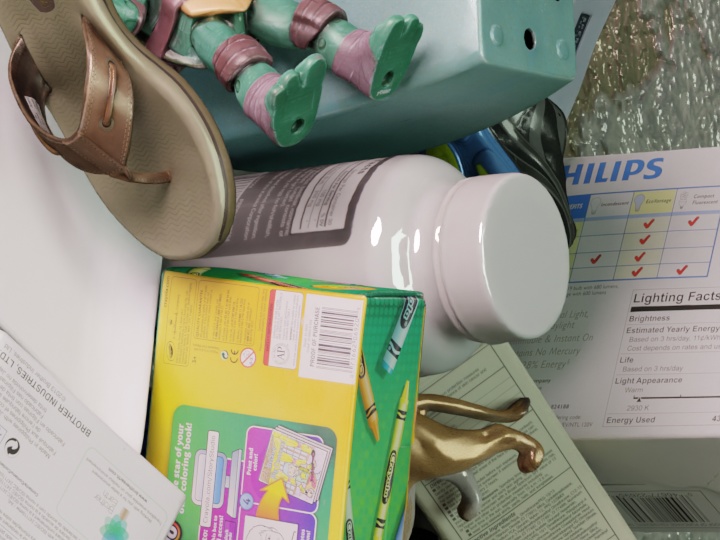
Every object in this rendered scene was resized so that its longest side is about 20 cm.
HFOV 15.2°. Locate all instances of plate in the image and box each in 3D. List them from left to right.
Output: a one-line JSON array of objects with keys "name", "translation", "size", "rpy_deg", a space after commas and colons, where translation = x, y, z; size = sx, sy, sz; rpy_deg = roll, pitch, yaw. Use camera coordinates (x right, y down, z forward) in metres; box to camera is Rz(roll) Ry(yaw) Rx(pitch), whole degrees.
[{"name": "plate", "translation": [-0.160, -0.037, 1.249], "size": [0.200, 0.032, 0.201], "rpy_deg": [50, 29, -39]}]

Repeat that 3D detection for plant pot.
[{"name": "plant pot", "translation": [0.004, -0.134, 1.384], "size": [0.141, 0.199, 0.142], "rpy_deg": [5, 80, -54]}]

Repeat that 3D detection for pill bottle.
[{"name": "pill bottle", "translation": [0.000, 0.000, 1.358], "size": [0.111, 0.199, 0.111], "rpy_deg": [9, 79, -53]}]

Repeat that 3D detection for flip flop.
[{"name": "flip flop", "translation": [-0.129, -0.087, 1.231], "size": [0.201, 0.081, 0.058], "rpy_deg": [60, 40, -14]}]

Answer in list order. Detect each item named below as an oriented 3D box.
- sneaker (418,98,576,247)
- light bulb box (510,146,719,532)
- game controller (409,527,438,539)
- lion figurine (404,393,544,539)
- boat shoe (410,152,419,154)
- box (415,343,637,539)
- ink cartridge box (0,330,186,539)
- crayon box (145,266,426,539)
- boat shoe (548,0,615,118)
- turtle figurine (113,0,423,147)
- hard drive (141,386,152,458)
[{"name": "sneaker", "translation": [0.065, -0.089, 1.483], "size": [0.083, 0.071, 0.200], "rpy_deg": [-26, 95, -59]}, {"name": "light bulb box", "translation": [0.193, 0.042, 1.620], "size": [0.125, 0.197, 0.201], "rpy_deg": [46, 51, -44]}, {"name": "game controller", "translation": [-0.001, 0.226, 1.471], "size": [0.200, 0.042, 0.105], "rpy_deg": [-39, 130, -49]}, {"name": "lion figurine", "translation": [0.006, 0.130, 1.400], "size": [0.122, 0.072, 0.201], "rpy_deg": [31, 74, -22]}, {"name": "boat shoe", "translation": [0.035, 0.007, 1.534], "size": [0.062, 0.072, 0.201], "rpy_deg": [-114, 179, -66]}, {"name": "box", "translation": [0.064, 0.097, 1.493], "size": [0.095, 0.078, 0.200], "rpy_deg": [-33, 117, -2]}, {"name": "ink cartridge box", "translation": [-0.181, 0.143, 1.173], "size": [0.136, 0.076, 0.201], "rpy_deg": [46, 56, -32]}, {"name": "crayon box", "translation": [-0.041, 0.103, 1.282], "size": [0.058, 0.118, 0.201], "rpy_deg": [2, 94, -57]}, {"name": "boat shoe", "translation": [0.083, -0.132, 1.605], "size": [0.074, 0.086, 0.203], "rpy_deg": [9, 107, -58]}, {"name": "turtle figurine", "translation": [-0.075, -0.141, 1.302], "size": [0.150, 0.200, 0.101], "rpy_deg": [-41, 151, -22]}, {"name": "hard drive", "translation": [-0.125, 0.166, 1.310], "size": [0.132, 0.025, 0.201], "rpy_deg": [-14, 96, -54]}]
